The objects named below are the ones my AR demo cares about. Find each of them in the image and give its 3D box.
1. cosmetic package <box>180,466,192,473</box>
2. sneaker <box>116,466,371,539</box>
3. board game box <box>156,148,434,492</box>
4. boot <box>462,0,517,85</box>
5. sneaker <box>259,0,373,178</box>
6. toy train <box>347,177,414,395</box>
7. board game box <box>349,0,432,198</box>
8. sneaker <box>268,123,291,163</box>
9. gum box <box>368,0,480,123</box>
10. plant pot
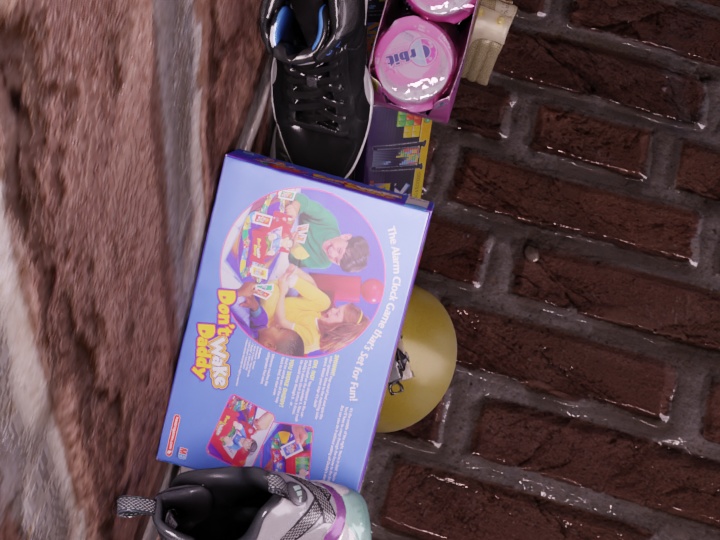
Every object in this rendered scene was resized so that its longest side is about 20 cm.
[{"bbox_3d":[-0.070,0.084,1.073,0.200,0.084,0.109,-68,169,-63],"label":"cosmetic package"},{"bbox_3d":[-0.106,0.168,0.859,0.199,0.139,0.078,-34,-130,22],"label":"sneaker"},{"bbox_3d":[-0.042,0.039,0.905,0.045,0.133,0.203,-58,163,-79],"label":"board game box"},{"bbox_3d":[0.078,-0.278,1.354,0.073,0.153,0.202,-70,174,-54],"label":"boot"},{"bbox_3d":[-0.035,-0.131,0.908,0.112,0.072,0.202,-64,161,-58],"label":"sneaker"},{"bbox_3d":[0.000,0.000,1.119,0.046,0.034,0.203,25,47,-80],"label":"toy train"},{"bbox_3d":[0.014,-0.135,1.221,0.201,0.056,0.167,96,-13,-53],"label":"board game box"},{"bbox_3d":[-0.045,-0.065,1.057,0.079,0.073,0.203,42,57,-76],"label":"sneaker"},{"bbox_3d":[0.057,-0.208,1.031,0.114,0.065,0.203,49,56,-87],"label":"gum box"},{"bbox_3d":[0.006,0.093,1.814,0.142,0.198,0.203,33,70,-58],"label":"plant pot"}]
